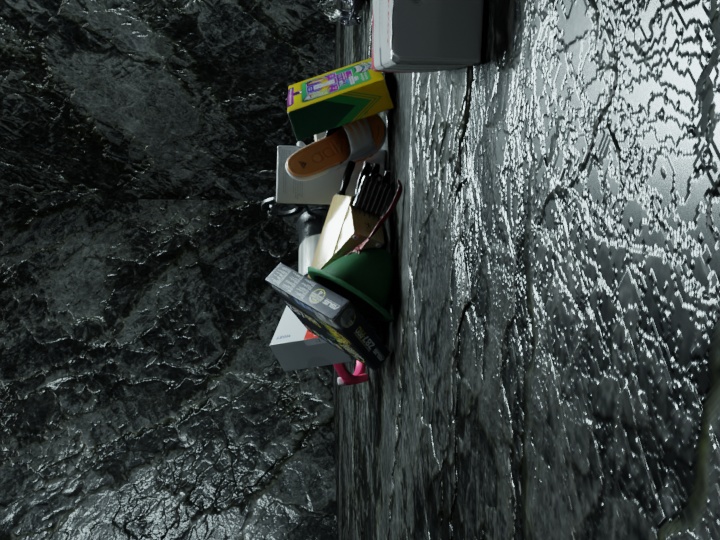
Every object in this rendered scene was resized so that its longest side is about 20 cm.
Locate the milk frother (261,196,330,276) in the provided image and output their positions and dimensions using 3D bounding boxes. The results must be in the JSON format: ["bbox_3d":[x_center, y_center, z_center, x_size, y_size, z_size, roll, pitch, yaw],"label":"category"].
[{"bbox_3d":[-0.122,-0.057,1.748,0.181,0.199,0.189,101,169,-48],"label":"milk frother"}]

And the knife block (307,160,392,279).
[{"bbox_3d":[-0.020,-0.092,1.381,0.200,0.064,0.176,-46,37,37],"label":"knife block"}]

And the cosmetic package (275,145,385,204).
[{"bbox_3d":[-0.056,-0.176,1.475,0.085,0.199,0.108,-123,36,-79],"label":"cosmetic package"}]

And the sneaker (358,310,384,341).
[{"bbox_3d":[0.006,0.078,1.450,0.075,0.079,0.201,-100,9,-64],"label":"sneaker"}]

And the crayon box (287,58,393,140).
[{"bbox_3d":[-0.039,-0.306,1.402,0.200,0.172,0.058,-99,-9,-64],"label":"crayon box"}]

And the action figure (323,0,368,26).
[{"bbox_3d":[-0.033,-0.632,1.847,0.200,0.102,0.119,-141,63,-86],"label":"action figure"}]

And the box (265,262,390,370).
[{"bbox_3d":[-0.057,0.079,1.372,0.200,0.049,0.161,27,158,44],"label":"box"}]

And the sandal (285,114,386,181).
[{"bbox_3d":[-0.035,-0.221,1.386,0.079,0.206,0.059,53,159,12],"label":"sandal"}]

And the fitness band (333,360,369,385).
[{"bbox_3d":[-0.026,0.176,1.724,0.200,0.037,0.144,15,-117,-71],"label":"fitness band"}]

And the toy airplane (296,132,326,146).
[{"bbox_3d":[-0.101,-0.365,2.429,0.200,0.141,0.200,46,-134,-46],"label":"toy airplane"}]

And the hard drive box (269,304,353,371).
[{"bbox_3d":[-0.076,0.102,1.617,0.200,0.155,0.077,-73,-35,-51],"label":"hard drive box"}]

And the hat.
[{"bbox_3d":[0.029,-0.029,1.304,0.176,0.165,0.200,-59,25,-10],"label":"hat"}]

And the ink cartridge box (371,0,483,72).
[{"bbox_3d":[0.059,-0.266,0.759,0.200,0.084,0.146,-102,13,-77],"label":"ink cartridge box"}]
